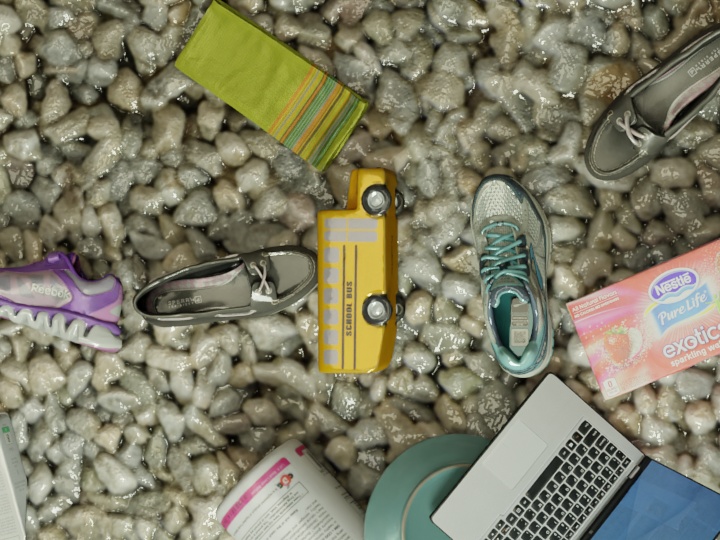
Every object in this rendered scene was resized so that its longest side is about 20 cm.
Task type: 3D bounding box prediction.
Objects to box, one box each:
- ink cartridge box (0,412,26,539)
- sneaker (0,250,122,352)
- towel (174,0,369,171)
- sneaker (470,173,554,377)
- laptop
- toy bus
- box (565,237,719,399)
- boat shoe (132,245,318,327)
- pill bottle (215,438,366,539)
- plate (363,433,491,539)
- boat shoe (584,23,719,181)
[{"bbox_3d":[-0.424,0.267,1.792,0.160,0.050,0.201,-16,90,12],"label":"ink cartridge box"},{"bbox_3d":[-0.331,0.018,1.758,0.199,0.080,0.089,17,86,8],"label":"sneaker"},{"bbox_3d":[-0.092,-0.190,1.730,0.200,0.018,0.086,36,96,11],"label":"towel"},{"bbox_3d":[0.149,0.004,1.635,0.077,0.086,0.201,-11,87,12],"label":"sneaker"},{"bbox_3d":[0.205,0.224,1.575,0.200,0.116,0.187,41,78,-1],"label":"laptop"},{"bbox_3d":[0.000,0.000,1.682,0.078,0.065,0.202,0,90,15],"label":"toy bus"},{"bbox_3d":[0.306,0.037,1.594,0.199,0.095,0.103,-23,84,12],"label":"box"},{"bbox_3d":[-0.136,0.020,1.717,0.199,0.057,0.067,-13,86,13],"label":"boat shoe"},{"bbox_3d":[-0.038,0.274,1.663,0.113,0.113,0.200,-45,80,9],"label":"pill bottle"},{"bbox_3d":[0.101,0.255,1.627,0.199,0.026,0.202,3,75,-13],"label":"plate"},{"bbox_3d":[0.289,-0.164,1.611,0.200,0.057,0.067,-42,81,9],"label":"boat shoe"}]
